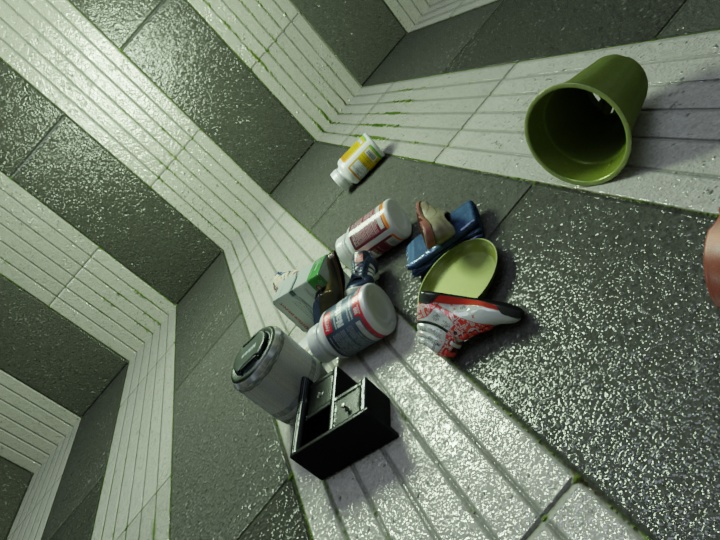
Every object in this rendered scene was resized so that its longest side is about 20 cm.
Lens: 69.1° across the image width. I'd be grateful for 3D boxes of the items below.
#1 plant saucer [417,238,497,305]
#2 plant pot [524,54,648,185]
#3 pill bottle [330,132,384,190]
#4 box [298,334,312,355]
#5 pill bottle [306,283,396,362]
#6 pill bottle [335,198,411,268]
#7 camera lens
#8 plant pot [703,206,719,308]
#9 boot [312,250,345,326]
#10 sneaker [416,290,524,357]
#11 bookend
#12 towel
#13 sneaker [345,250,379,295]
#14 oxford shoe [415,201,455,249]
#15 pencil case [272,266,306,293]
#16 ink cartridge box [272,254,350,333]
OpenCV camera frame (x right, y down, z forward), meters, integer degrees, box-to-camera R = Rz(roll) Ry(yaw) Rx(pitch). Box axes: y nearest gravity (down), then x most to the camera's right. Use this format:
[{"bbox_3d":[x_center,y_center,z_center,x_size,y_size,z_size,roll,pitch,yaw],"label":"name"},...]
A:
[{"bbox_3d":[0.200,0.024,1.059,0.198,0.031,0.202,-38,27,22],"label":"plant saucer"},{"bbox_3d":[0.439,-0.297,0.972,0.190,0.202,0.198,-44,21,-26],"label":"plant pot"},{"bbox_3d":[-0.015,-0.394,1.924,0.200,0.111,0.112,-43,25,11],"label":"pill bottle"},{"bbox_3d":[-0.157,0.240,1.343,0.200,0.035,0.110,-46,25,7],"label":"box"},{"bbox_3d":[-0.025,0.127,1.183,0.198,0.119,0.121,-34,28,29],"label":"pill bottle"},{"bbox_3d":[0.032,-0.093,1.410,0.198,0.114,0.116,-32,29,31],"label":"pill bottle"},{"bbox_3d":[-0.181,0.239,1.184,0.159,0.200,0.162,-37,26,21],"label":"camera lens"},{"bbox_3d":[0.464,-0.009,0.495,0.202,0.200,0.195,-51,16,-8],"label":"plant pot"},{"bbox_3d":[-0.081,0.055,1.259,0.094,0.206,0.075,-8,19,5],"label":"boot"},{"bbox_3d":[0.190,0.104,0.933,0.197,0.067,0.112,8,92,33],"label":"sneaker"},{"bbox_3d":[-0.030,0.264,1.025,0.198,0.092,0.201,-36,27,24],"label":"bookend"},{"bbox_3d":[0.190,-0.071,1.193,0.198,0.048,0.113,-36,27,28],"label":"towel"},{"bbox_3d":[0.000,0.000,1.277,0.073,0.087,0.200,-10,11,10],"label":"sneaker"},{"bbox_3d":[0.168,-0.108,1.172,0.073,0.072,0.202,-15,29,6],"label":"oxford shoe"},{"bbox_3d":[-0.210,0.033,1.678,0.198,0.077,0.092,-9,60,55],"label":"pencil case"},{"bbox_3d":[-0.118,0.067,1.392,0.197,0.147,0.084,-27,29,37],"label":"ink cartridge box"}]
